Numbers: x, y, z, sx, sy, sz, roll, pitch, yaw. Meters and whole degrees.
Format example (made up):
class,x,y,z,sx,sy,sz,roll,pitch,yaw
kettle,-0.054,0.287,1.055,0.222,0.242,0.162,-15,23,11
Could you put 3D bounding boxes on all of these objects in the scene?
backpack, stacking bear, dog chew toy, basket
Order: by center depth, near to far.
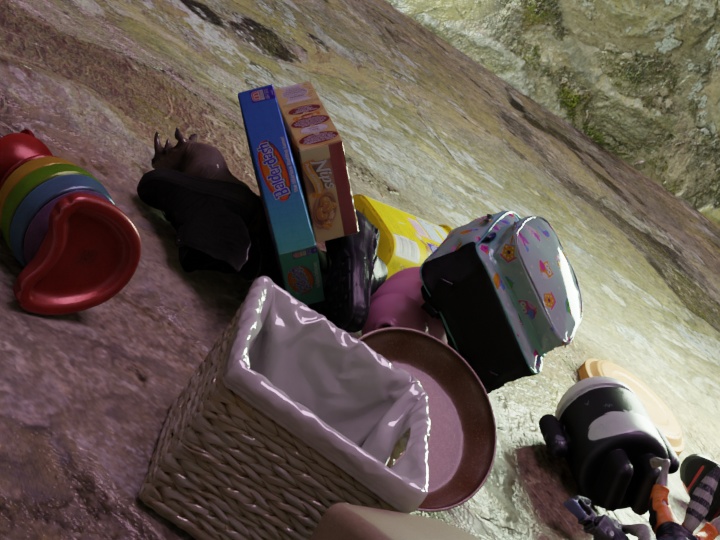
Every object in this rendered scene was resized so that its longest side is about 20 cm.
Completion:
class,x,y,z,sx,sy,sz,roll,pitch,yaw
basket,-0.059,0.147,1.232,0.199,0.161,0.199,34,19,-10
stacking bear,-0.299,-0.061,1.356,0.113,0.122,0.200,14,23,-47
backpack,0.166,0.021,1.639,0.177,0.152,0.200,61,18,-10
dog chew toy,0.056,0.061,1.690,0.124,0.125,0.200,42,15,11

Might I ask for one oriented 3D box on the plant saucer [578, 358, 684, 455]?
class,x,y,z,sx,sy,sz,roll,pitch,yaw
plant saucer,0.420,0.205,2.198,0.199,0.032,0.201,34,20,-14

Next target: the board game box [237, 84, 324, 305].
class,x,y,z,sx,sy,sz,roll,pitch,yaw
board game box,-0.087,-0.079,1.589,0.152,0.044,0.202,85,-11,-66

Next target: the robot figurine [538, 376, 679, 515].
class,x,y,z,sx,sy,sz,roll,pitch,yaw
robot figurine,0.318,0.224,1.827,0.150,0.124,0.201,49,12,-29

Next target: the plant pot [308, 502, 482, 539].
class,x,y,z,sx,sy,sz,roll,pitch,yaw
plant pot,0.036,0.286,1.072,0.199,0.201,0.177,18,16,-47

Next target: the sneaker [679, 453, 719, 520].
class,x,y,z,sx,sy,sz,roll,pitch,yaw
sneaker,0.531,0.335,2.079,0.200,0.074,0.087,40,5,-10

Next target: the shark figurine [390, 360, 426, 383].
class,x,y,z,sx,sy,sz,roll,pitch,yaw
shark figurine,0.045,0.145,1.575,0.127,0.090,0.214,10,-17,45

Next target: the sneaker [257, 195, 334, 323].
class,x,y,z,sx,sy,sz,roll,pitch,yaw
sneaker,-0.067,-0.007,1.710,0.199,0.076,0.114,46,18,10

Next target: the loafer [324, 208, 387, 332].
class,x,y,z,sx,sy,sz,roll,pitch,yaw
loafer,0.000,0.000,1.632,0.070,0.068,0.202,23,32,-18

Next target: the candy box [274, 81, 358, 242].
class,x,y,z,sx,sy,sz,roll,pitch,yaw
candy box,-0.055,-0.130,1.667,0.200,0.055,0.117,-114,-168,-61

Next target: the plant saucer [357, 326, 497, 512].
class,x,y,z,sx,sy,sz,roll,pitch,yaw
plant saucer,0.050,0.158,1.493,0.198,0.037,0.203,13,60,-23

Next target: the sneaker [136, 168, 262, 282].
class,x,y,z,sx,sy,sz,roll,pitch,yaw
sneaker,-0.183,-0.048,1.579,0.198,0.105,0.060,9,-26,30

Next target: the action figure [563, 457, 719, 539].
class,x,y,z,sx,sy,sz,roll,pitch,yaw
action figure,0.340,0.301,1.654,0.200,0.104,0.194,41,54,-8

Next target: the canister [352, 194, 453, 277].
class,x,y,z,sx,sy,sz,roll,pitch,yaw
canister,0.071,-0.020,1.978,0.199,0.087,0.149,20,26,-41

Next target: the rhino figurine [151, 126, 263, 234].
class,x,y,z,sx,sy,sz,roll,pitch,yaw
rhino figurine,-0.183,-0.097,1.674,0.200,0.088,0.060,49,21,26
